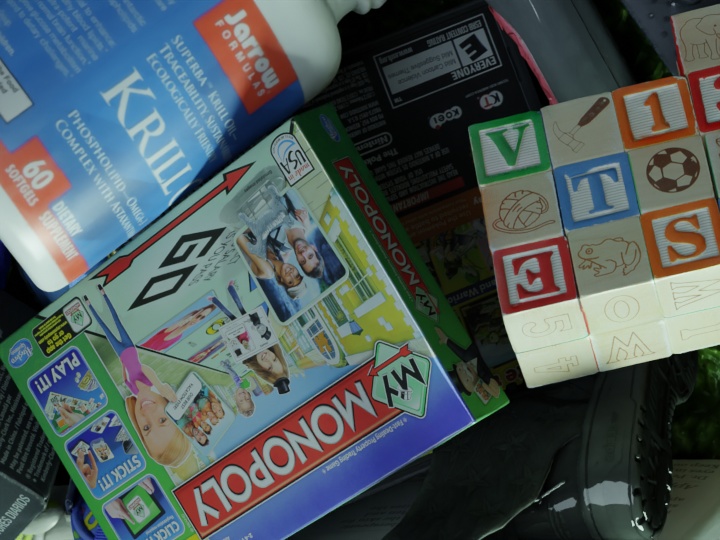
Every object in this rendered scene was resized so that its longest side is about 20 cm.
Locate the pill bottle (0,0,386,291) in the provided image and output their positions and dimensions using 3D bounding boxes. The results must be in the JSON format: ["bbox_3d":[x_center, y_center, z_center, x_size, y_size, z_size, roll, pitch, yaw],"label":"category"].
[{"bbox_3d":[-0.078,-0.093,0.883,0.200,0.112,0.112,-38,82,-6],"label":"pill bottle"}]

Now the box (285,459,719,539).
[{"bbox_3d":[0.068,0.201,0.958,0.198,0.171,0.202,-4,101,30],"label":"box"}]

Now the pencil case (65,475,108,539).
[{"bbox_3d":[-0.071,0.169,1.039,0.078,0.087,0.201,13,136,36],"label":"pencil case"}]

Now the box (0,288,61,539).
[{"bbox_3d":[-0.240,0.052,1.013,0.199,0.106,0.122,33,127,-15],"label":"box"}]

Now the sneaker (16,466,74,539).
[{"bbox_3d":[-0.168,0.148,1.138,0.199,0.077,0.086,0,108,30],"label":"sneaker"}]

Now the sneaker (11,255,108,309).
[{"bbox_3d":[-0.087,0.025,1.060,0.200,0.066,0.078,50,125,4],"label":"sneaker"}]

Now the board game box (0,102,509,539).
[{"bbox_3d":[-0.049,0.041,0.895,0.200,0.029,0.135,-35,84,36],"label":"board game box"}]

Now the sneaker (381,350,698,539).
[{"bbox_3d":[0.074,0.063,0.899,0.104,0.200,0.060,-11,120,21],"label":"sneaker"}]

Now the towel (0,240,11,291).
[{"bbox_3d":[-0.225,-0.011,1.094,0.148,0.049,0.201,43,139,34],"label":"towel"}]

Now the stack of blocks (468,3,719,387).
[{"bbox_3d":[0.145,-0.039,0.843,0.199,0.059,0.116,-14,57,8],"label":"stack of blocks"}]

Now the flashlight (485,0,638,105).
[{"bbox_3d":[0.073,-0.098,0.923,0.068,0.068,0.201,-26,105,16],"label":"flashlight"}]

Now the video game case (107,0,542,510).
[{"bbox_3d":[0.000,0.000,0.963,0.199,0.025,0.182,-22,92,-7],"label":"video game case"}]

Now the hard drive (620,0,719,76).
[{"bbox_3d":[0.171,-0.176,0.848,0.199,0.042,0.135,-31,105,24],"label":"hard drive"}]
